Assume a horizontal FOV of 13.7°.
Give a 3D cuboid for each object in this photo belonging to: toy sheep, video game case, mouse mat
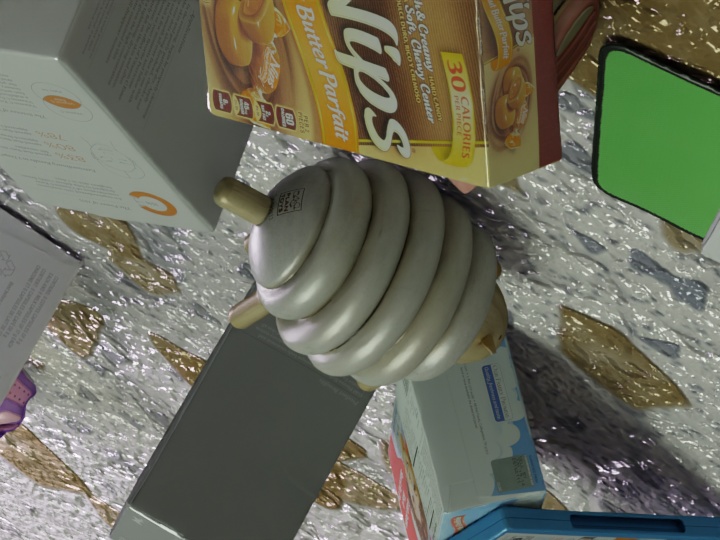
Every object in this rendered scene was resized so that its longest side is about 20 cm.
[{"bbox_3d":[0.000,0.000,1.693,0.200,0.138,0.138,23,164,-27],"label":"toy sheep"},{"bbox_3d":[0.123,0.185,1.880,0.200,0.018,0.143,6,150,-37],"label":"video game case"},{"bbox_3d":[0.207,-0.038,1.504,0.200,0.008,0.161,25,158,13],"label":"mouse mat"}]

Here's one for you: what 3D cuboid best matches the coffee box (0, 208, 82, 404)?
[{"bbox_3d":[-0.348,0.042,2.144,0.200,0.200,0.198,33,159,-9],"label":"coffee box"}]

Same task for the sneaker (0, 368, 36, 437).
[{"bbox_3d":[-0.317,0.105,2.418,0.088,0.081,0.200,29,159,-16],"label":"sneaker"}]

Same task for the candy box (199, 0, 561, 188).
[{"bbox_3d":[0.005,-0.118,1.434,0.200,0.055,0.116,18,120,45],"label":"candy box"}]

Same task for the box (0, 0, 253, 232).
[{"bbox_3d":[-0.155,-0.114,1.640,0.124,0.098,0.200,10,158,27],"label":"box"}]

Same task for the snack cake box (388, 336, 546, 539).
[{"bbox_3d":[0.064,0.127,1.886,0.067,0.115,0.200,-12,158,-7],"label":"snack cake box"}]

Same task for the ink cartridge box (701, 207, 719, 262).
[{"bbox_3d":[0.266,-0.031,1.250,0.200,0.145,0.084,29,158,5],"label":"ink cartridge box"}]

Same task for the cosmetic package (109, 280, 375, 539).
[{"bbox_3d":[-0.066,0.105,1.908,0.107,0.200,0.090,32,158,-2],"label":"cosmetic package"}]

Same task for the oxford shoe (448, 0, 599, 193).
[{"bbox_3d":[0.059,-0.099,1.484,0.074,0.071,0.200,40,155,0],"label":"oxford shoe"}]
